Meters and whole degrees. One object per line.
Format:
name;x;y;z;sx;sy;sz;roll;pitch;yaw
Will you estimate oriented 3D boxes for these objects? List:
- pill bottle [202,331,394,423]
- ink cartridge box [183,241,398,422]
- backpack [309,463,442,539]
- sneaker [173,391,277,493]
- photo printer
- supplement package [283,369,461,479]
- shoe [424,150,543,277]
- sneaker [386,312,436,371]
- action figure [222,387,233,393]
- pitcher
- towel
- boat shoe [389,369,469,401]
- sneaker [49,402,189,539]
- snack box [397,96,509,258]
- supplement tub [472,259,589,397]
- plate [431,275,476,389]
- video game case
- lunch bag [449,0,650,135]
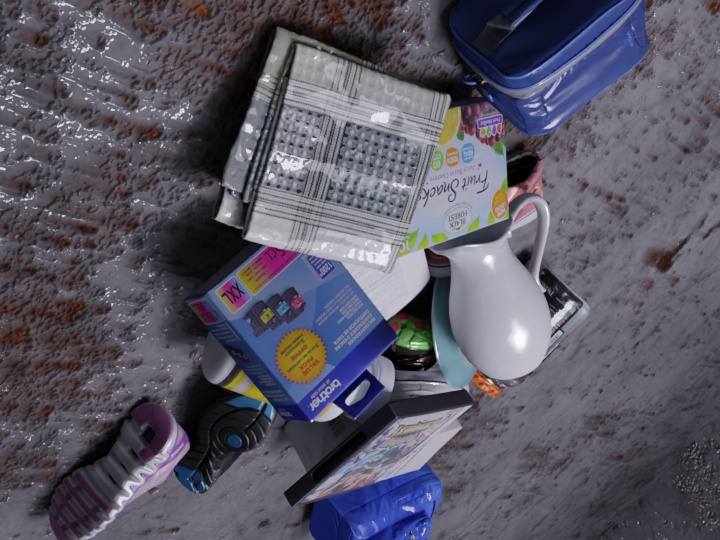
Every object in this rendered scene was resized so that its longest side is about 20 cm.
pill bottle;-0.067;0.103;1.065;0.200;0.112;0.112;24;113;-22
ink cartridge box;-0.059;0.060;0.971;0.136;0.200;0.076;-43;-165;-23
backpack;0.040;0.394;1.547;0.200;0.168;0.163;-24;150;-33
sneaker;-0.159;0.191;1.161;0.200;0.073;0.082;-44;-177;36
photo printer;0.000;0.000;1.128;0.166;0.069;0.200;-35;147;-10
supplement package;0.019;0.221;1.344;0.200;0.121;0.120;-5;144;-45
shoe;0.154;-0.076;1.211;0.200;0.071;0.091;-33;142;-20
sneaker;0.075;0.108;1.291;0.084;0.077;0.200;-59;159;5
action figure;-0.067;0.128;1.154;0.200;0.065;0.099;-6;167;-7
pitcher;0.182;0.018;1.169;0.172;0.121;0.200;-30;116;-19
towel;-0.024;-0.106;0.895;0.200;0.035;0.193;15;101;-25
boat shoe;0.067;0.174;1.283;0.200;0.070;0.071;10;153;-36
sneaker;-0.275;0.245;1.119;0.200;0.080;0.088;-45;155;2
snack box;0.082;-0.105;1.031;0.200;0.053;0.142;-20;112;-43
supplement tub;0.238;0.089;1.439;0.200;0.123;0.122;-47;148;8
plate;0.144;0.060;1.279;0.200;0.026;0.200;-2;92;-62
video game case;0.027;0.212;1.147;0.181;0.026;0.200;-44;157;23
lunch bag;0.187;-0.248;0.977;0.200;0.136;0.132;-40;147;-2
